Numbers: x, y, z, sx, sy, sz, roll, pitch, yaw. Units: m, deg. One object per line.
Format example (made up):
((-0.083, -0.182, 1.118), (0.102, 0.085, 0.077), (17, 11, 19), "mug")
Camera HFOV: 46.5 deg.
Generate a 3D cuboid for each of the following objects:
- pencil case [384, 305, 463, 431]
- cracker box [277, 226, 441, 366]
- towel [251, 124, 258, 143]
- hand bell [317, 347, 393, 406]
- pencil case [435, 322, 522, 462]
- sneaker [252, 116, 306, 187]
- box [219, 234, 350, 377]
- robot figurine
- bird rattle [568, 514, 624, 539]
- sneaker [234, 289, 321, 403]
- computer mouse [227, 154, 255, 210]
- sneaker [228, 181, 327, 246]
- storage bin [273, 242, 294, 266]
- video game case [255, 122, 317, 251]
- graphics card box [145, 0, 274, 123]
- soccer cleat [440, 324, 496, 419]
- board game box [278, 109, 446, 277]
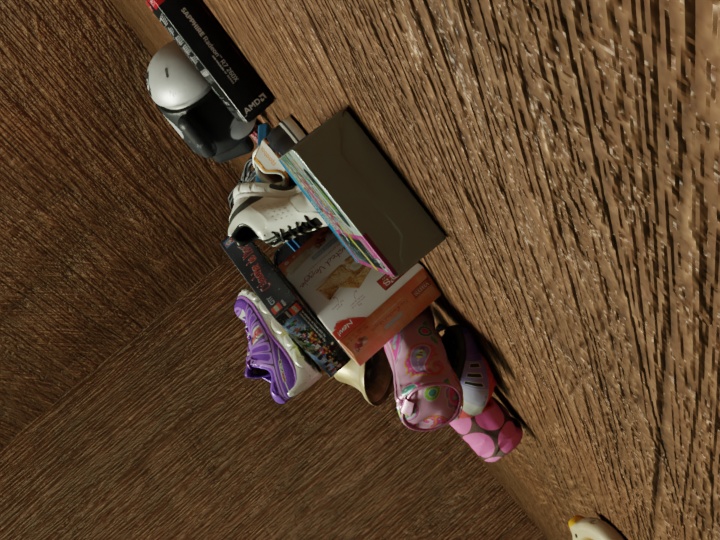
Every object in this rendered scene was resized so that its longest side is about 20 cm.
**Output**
((0.064, 0.099, 1.026), (0.088, 0.087, 0.201), (54, -168, -39), "pencil case")
((-0.007, 0.011, 1.056), (0.058, 0.134, 0.200), (52, 175, -39), "cracker box")
((-0.160, -0.215, 1.486), (0.145, 0.022, 0.200), (52, 178, -43), "towel")
((-0.056, 0.127, 1.212), (0.198, 0.105, 0.104), (6, 151, 28), "hand bell")
((0.146, 0.180, 1.211), (0.200, 0.091, 0.094), (49, -178, -8), "pencil case")
((-0.099, -0.139, 1.133), (0.079, 0.079, 0.200), (48, 177, 15), "sneaker")
((-0.101, 0.038, 1.099), (0.137, 0.038, 0.200), (53, 176, -41), "box")
((-0.235, -0.252, 1.256), (0.150, 0.125, 0.200), (36, 168, 41), "robot figurine")
((0.345, 0.423, 1.151), (0.200, 0.112, 0.165), (-167, 54, -78), "bird rattle")
((-0.130, 0.098, 1.114), (0.081, 0.083, 0.200), (51, 178, -41), "sneaker")
((-0.116, -0.132, 1.424), (0.198, 0.141, 0.046), (20, -137, -9), "computer mouse")
((-0.082, -0.065, 1.049), (0.198, 0.081, 0.074), (-1, 150, 32), "sneaker")
((-0.031, 0.020, 1.352), (0.200, 0.135, 0.094), (49, 176, 16), "storage bin")
((-0.100, -0.102, 1.236), (0.200, 0.018, 0.145), (50, -146, -55), "video game case")
((-0.198, -0.286, 1.092), (0.201, 0.051, 0.125), (53, 175, -17), "graphics card box")
((0.141, 0.129, 1.077), (0.201, 0.072, 0.069), (85, 178, -53), "soccer cleat")
((-0.007, -0.074, 0.823), (0.148, 0.064, 0.200), (52, 176, -9), "board game box")
